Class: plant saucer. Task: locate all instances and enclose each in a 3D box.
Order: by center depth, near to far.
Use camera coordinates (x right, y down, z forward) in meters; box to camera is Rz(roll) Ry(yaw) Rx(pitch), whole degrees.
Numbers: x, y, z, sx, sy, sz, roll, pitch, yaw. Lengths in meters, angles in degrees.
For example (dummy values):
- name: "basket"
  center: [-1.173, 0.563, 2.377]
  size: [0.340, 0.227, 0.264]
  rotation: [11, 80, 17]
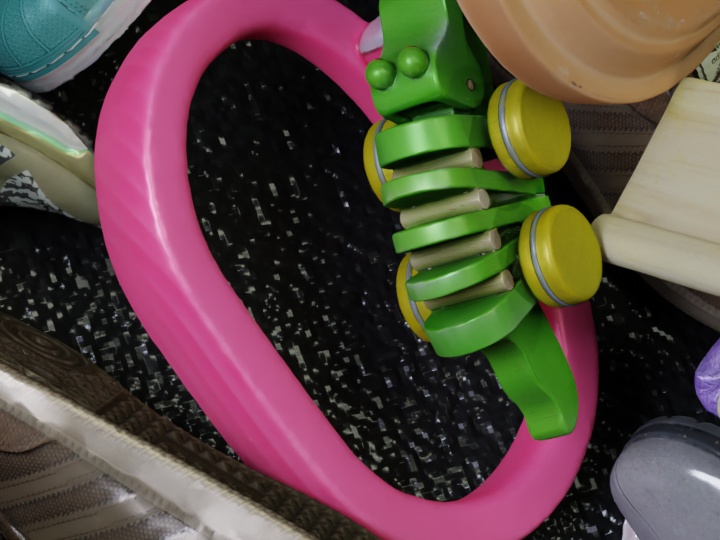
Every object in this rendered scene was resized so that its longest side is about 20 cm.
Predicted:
- name: "plant saucer"
  center: [0.082, -0.150, 0.787]
  size: [0.200, 0.032, 0.202]
  rotation: [-11, 104, -52]

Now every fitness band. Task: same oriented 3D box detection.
- name: "fitness band"
  center: [0.000, 0.000, 0.833]
  size: [0.200, 0.037, 0.144]
  rotation: [53, 50, -15]

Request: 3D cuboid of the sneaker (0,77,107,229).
- name: "sneaker"
  center: [-0.164, -0.034, 0.813]
  size: [0.199, 0.077, 0.089]
  rotation: [20, 93, -13]

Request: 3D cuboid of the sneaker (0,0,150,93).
- name: "sneaker"
  center: [-0.078, -0.156, 0.826]
  size: [0.080, 0.071, 0.201]
  rotation: [27, 94, -31]

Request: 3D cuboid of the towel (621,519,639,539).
- name: "towel"
  center: [0.169, 0.180, 0.848]
  size: [0.199, 0.032, 0.192]
  rotation: [17, 63, -12]

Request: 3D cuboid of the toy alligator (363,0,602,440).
- name: "toy alligator"
  center: [0.024, -0.044, 0.796]
  size: [0.054, 0.059, 0.201]
  rotation: [-13, 88, -55]

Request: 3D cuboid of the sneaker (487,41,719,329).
- name: "sneaker"
  center: [0.107, -0.055, 0.895]
  size: [0.200, 0.076, 0.070]
  rotation: [44, 60, 3]

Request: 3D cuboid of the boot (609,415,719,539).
- name: "boot"
  center: [0.115, 0.150, 0.789]
  size: [0.131, 0.070, 0.200]
  rotation: [-36, 78, -23]

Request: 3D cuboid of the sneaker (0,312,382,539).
- name: "sneaker"
  center: [-0.083, 0.074, 0.779]
  size: [0.199, 0.070, 0.076]
  rotation: [30, 97, 13]

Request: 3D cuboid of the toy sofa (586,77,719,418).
- name: "toy sofa"
  center: [0.163, 0.030, 0.836]
  size: [0.200, 0.083, 0.098]
  rotation: [32, 84, -35]
